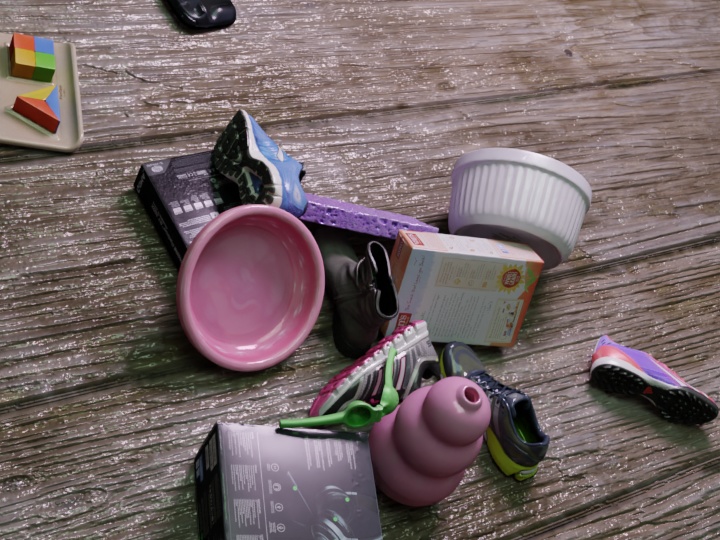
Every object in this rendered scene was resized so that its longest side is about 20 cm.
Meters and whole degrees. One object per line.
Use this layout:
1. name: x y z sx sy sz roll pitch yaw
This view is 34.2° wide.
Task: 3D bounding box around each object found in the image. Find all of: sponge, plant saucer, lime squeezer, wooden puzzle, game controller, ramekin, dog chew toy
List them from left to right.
1. wooden puzzle: -0.460 -0.245 1.506 0.198 0.046 0.187 3 56 -25
2. game controller: -0.266 -0.441 1.761 0.104 0.042 0.201 -12 63 -49
3. plant saucer: -0.138 0.019 1.420 0.199 0.051 0.203 -7 102 -35
4. sponge: -0.006 -0.071 1.580 0.198 0.030 0.112 12 8 -19
5. lime squeezer: -0.001 0.147 1.345 0.071 0.038 0.199 45 47 16
6. dog chew toy: 0.086 0.192 1.366 0.124 0.200 0.125 14 51 -17
7. ramekin: 0.216 -0.078 1.634 0.199 0.200 0.106 19 71 -13

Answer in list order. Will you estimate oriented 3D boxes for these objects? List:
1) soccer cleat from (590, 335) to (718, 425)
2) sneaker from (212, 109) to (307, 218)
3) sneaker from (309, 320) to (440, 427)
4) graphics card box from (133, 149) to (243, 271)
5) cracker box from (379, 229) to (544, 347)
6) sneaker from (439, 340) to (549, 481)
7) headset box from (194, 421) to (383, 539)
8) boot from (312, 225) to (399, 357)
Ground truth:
1. soccer cleat: 0.418 0.154 1.656 0.199 0.068 0.074 23 45 -8
2. sneaker: -0.125 -0.130 1.512 0.089 0.079 0.201 20 30 -42
3. sneaker: 0.027 0.144 1.453 0.199 0.074 0.088 -35 94 -30
4. graphics card box: -0.193 -0.058 1.504 0.125 0.051 0.201 -17 67 -35
5. cracker box: 0.128 0.025 1.548 0.198 0.135 0.058 5 27 -25
6. sneaker: 0.178 0.168 1.510 0.074 0.081 0.200 -25 71 -38
7. headset box: -0.073 0.271 1.299 0.198 0.093 0.175 6 54 -23
8. boot: 0.000 0.000 1.507 0.067 0.131 0.201 0 57 -27
